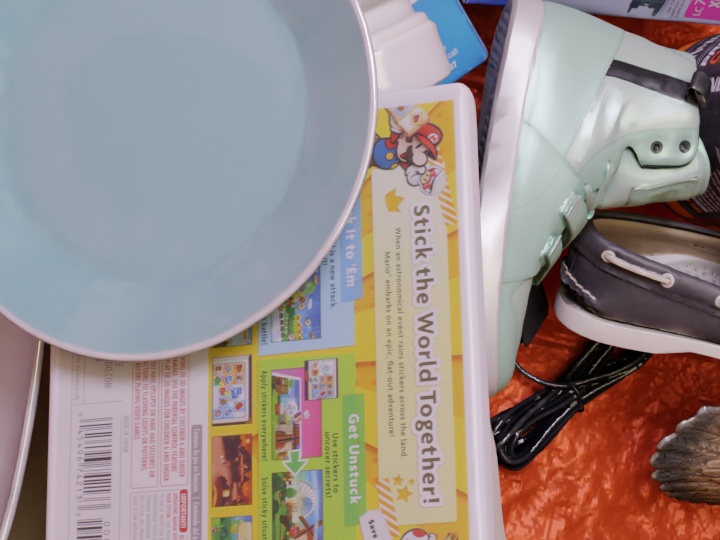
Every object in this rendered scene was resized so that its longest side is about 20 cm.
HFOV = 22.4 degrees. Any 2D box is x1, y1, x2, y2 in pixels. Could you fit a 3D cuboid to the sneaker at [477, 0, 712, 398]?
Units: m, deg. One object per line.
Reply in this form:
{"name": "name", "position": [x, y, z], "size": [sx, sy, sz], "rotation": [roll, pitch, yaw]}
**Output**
{"name": "sneaker", "position": [0.110, -0.027, 0.881], "size": [0.118, 0.074, 0.202], "rotation": [13, 81, -5]}

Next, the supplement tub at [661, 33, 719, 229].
{"name": "supplement tub", "position": [0.211, -0.074, 0.941], "size": [0.106, 0.200, 0.108], "rotation": [0, 91, -22]}

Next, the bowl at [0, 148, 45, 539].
{"name": "bowl", "position": [-0.236, 0.035, 0.789], "size": [0.199, 0.075, 0.201], "rotation": [8, 87, -6]}

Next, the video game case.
{"name": "video game case", "position": [-0.039, 0.031, 0.734], "size": [0.181, 0.023, 0.201], "rotation": [-6, 72, 15]}

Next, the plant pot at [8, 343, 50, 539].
{"name": "plant pot", "position": [-0.098, 0.081, 0.852], "size": [0.134, 0.199, 0.201], "rotation": [16, 84, -53]}

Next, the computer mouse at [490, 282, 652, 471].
{"name": "computer mouse", "position": [0.085, -0.004, 0.977], "size": [0.140, 0.046, 0.201], "rotation": [-33, 101, -16]}

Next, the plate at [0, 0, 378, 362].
{"name": "plate", "position": [-0.086, -0.063, 0.737], "size": [0.199, 0.026, 0.201], "rotation": [-2, 83, 17]}

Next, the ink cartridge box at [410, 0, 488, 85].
{"name": "ink cartridge box", "position": [-0.054, -0.150, 0.903], "size": [0.146, 0.086, 0.201], "rotation": [-35, 100, -17]}

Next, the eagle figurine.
{"name": "eagle figurine", "position": [0.273, 0.089, 1.000], "size": [0.151, 0.152, 0.200], "rotation": [41, 54, 15]}

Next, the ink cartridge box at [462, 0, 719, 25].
{"name": "ink cartridge box", "position": [0.105, -0.184, 0.952], "size": [0.199, 0.042, 0.120], "rotation": [3, 45, -22]}

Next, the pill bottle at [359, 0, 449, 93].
{"name": "pill bottle", "position": [-0.037, -0.163, 0.797], "size": [0.112, 0.113, 0.201], "rotation": [-25, 99, -18]}

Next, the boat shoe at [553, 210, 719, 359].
{"name": "boat shoe", "position": [0.202, 0.009, 0.943], "size": [0.199, 0.074, 0.061], "rotation": [10, 122, 0]}

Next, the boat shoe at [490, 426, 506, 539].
{"name": "boat shoe", "position": [0.019, 0.122, 0.937], "size": [0.092, 0.075, 0.201], "rotation": [-17, 97, -27]}
